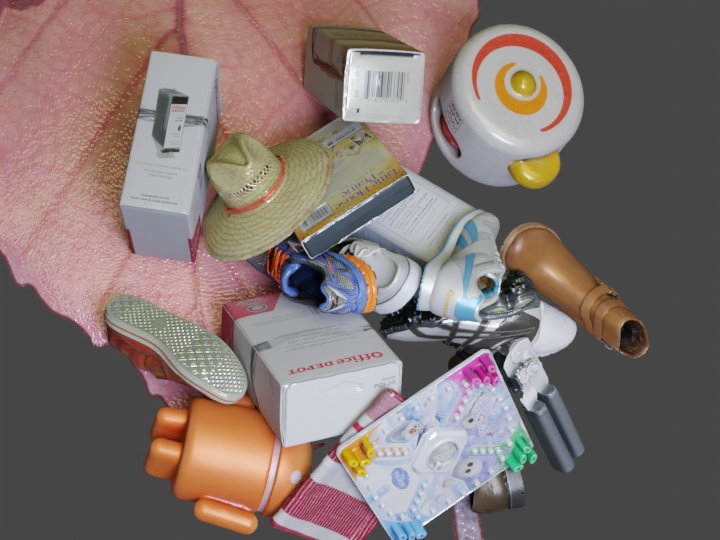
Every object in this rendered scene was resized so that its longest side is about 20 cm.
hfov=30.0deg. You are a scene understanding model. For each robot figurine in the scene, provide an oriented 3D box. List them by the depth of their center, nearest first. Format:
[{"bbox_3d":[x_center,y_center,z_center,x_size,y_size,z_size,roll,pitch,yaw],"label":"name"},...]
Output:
[{"bbox_3d":[-0.139,0.208,1.502,0.197,0.144,0.118,14,107,-10],"label":"robot figurine"}]

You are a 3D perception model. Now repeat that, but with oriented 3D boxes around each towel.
[{"bbox_3d":[0.006,0.228,1.489,0.200,0.144,0.023,-48,48,8],"label":"towel"}]

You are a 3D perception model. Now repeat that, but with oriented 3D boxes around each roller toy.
[{"bbox_3d":[0.189,-0.212,1.728,0.180,0.140,0.202,25,67,-5],"label":"roller toy"}]

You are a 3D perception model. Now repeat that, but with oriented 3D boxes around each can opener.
[{"bbox_3d":[0.212,0.159,1.614,0.053,0.066,0.201,-49,123,-27],"label":"can opener"}]

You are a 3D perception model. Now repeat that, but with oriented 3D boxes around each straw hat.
[{"bbox_3d":[-0.134,-0.112,1.559,0.085,0.199,0.202,51,61,-34],"label":"straw hat"}]

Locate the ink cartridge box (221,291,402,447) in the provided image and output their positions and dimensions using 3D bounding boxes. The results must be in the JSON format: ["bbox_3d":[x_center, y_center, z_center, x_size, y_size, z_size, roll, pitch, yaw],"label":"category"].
[{"bbox_3d":[-0.058,0.103,1.515,0.144,0.084,0.200,-10,29,-22],"label":"ink cartridge box"}]

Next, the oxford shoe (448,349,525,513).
[{"bbox_3d":[0.132,0.193,1.611,0.083,0.073,0.203,-12,70,-7],"label":"oxford shoe"}]

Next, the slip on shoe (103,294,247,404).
[{"bbox_3d":[-0.210,0.097,1.520,0.198,0.062,0.074,27,40,22],"label":"slip on shoe"}]

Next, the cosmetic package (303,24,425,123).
[{"bbox_3d":[0.001,-0.244,1.647,0.102,0.200,0.089,-1,108,-17],"label":"cosmetic package"}]

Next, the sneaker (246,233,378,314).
[{"bbox_3d":[-0.070,-0.003,1.538,0.078,0.199,0.077,-12,114,-44],"label":"sneaker"}]

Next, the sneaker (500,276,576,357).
[{"bbox_3d":[0.181,0.050,1.663,0.197,0.087,0.075,17,60,-11],"label":"sneaker"}]

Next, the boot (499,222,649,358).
[{"bbox_3d":[0.261,0.030,1.625,0.077,0.200,0.155,-45,47,3],"label":"boot"}]

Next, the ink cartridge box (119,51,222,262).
[{"bbox_3d":[-0.220,-0.133,1.578,0.081,0.147,0.203,8,68,-1],"label":"ink cartridge box"}]

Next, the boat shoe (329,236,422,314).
[{"bbox_3d":[0.000,0.000,1.570,0.065,0.199,0.074,35,78,-26],"label":"boat shoe"}]

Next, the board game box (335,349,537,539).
[{"bbox_3d":[0.092,0.205,1.490,0.199,0.201,0.026,-33,44,-4],"label":"board game box"}]

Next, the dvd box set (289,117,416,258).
[{"bbox_3d":[-0.032,-0.106,1.573,0.145,0.200,0.030,-33,124,-2],"label":"dvd box set"}]

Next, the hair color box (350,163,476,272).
[{"bbox_3d":[0.032,-0.074,1.648,0.199,0.061,0.099,32,64,17],"label":"hair color box"}]

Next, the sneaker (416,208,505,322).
[{"bbox_3d":[0.131,-0.002,1.557,0.080,0.077,0.200,18,36,14],"label":"sneaker"}]

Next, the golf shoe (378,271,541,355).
[{"bbox_3d":[0.121,0.071,1.603,0.197,0.078,0.096,-11,114,16],"label":"golf shoe"}]
